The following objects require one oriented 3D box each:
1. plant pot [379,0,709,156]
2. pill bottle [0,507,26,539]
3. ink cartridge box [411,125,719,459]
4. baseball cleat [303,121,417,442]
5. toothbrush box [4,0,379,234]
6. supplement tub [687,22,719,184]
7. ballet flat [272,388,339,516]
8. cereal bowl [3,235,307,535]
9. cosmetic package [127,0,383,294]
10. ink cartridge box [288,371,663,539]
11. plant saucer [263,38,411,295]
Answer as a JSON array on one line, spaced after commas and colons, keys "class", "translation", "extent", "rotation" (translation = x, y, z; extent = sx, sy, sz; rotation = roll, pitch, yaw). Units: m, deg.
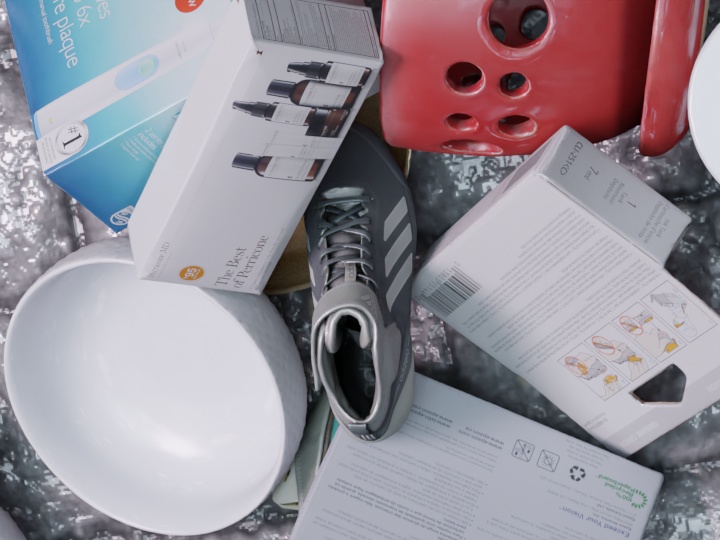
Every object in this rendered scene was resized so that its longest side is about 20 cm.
[{"class": "plant pot", "translation": [0.112, -0.161, 1.642], "extent": [0.182, 0.200, 0.201], "rotation": [7, 97, 4]}, {"class": "pill bottle", "translation": [-0.308, 0.122, 1.819], "extent": [0.113, 0.113, 0.200], "rotation": [-40, 85, 15]}, {"class": "ink cartridge box", "translation": [0.139, 0.017, 1.661], "extent": [0.176, 0.200, 0.045], "rotation": [38, 61, -6]}, {"class": "baseball cleat", "translation": [0.000, 0.000, 1.674], "extent": [0.070, 0.106, 0.200], "rotation": [-11, 79, 7]}, {"class": "toothbrush box", "translation": [-0.100, -0.138, 1.686], "extent": [0.200, 0.085, 0.147], "rotation": [-26, 55, 15]}, {"class": "supplement tub", "translation": [0.261, -0.097, 1.601], "extent": [0.132, 0.200, 0.132], "rotation": [2, 96, 15]}, {"class": "ballet flat", "translation": [-0.027, 0.161, 1.774], "extent": [0.064, 0.067, 0.200], "rotation": [-1, 94, 26]}, {"class": "cereal bowl", "translation": [-0.119, 0.062, 1.762], "extent": [0.200, 0.083, 0.200], "rotation": [12, 122, 20]}, {"class": "cosmetic package", "translation": [-0.063, -0.071, 1.617], "extent": [0.082, 0.051, 0.200], "rotation": [9, 135, -21]}, {"class": "ink cartridge box", "translation": [0.060, 0.174, 1.692], "extent": [0.199, 0.041, 0.200], "rotation": [23, 60, 3]}, {"class": "plant saucer", "translation": [-0.061, -0.085, 1.772], "extent": [0.200, 0.035, 0.200], "rotation": [1, 95, 14]}]
